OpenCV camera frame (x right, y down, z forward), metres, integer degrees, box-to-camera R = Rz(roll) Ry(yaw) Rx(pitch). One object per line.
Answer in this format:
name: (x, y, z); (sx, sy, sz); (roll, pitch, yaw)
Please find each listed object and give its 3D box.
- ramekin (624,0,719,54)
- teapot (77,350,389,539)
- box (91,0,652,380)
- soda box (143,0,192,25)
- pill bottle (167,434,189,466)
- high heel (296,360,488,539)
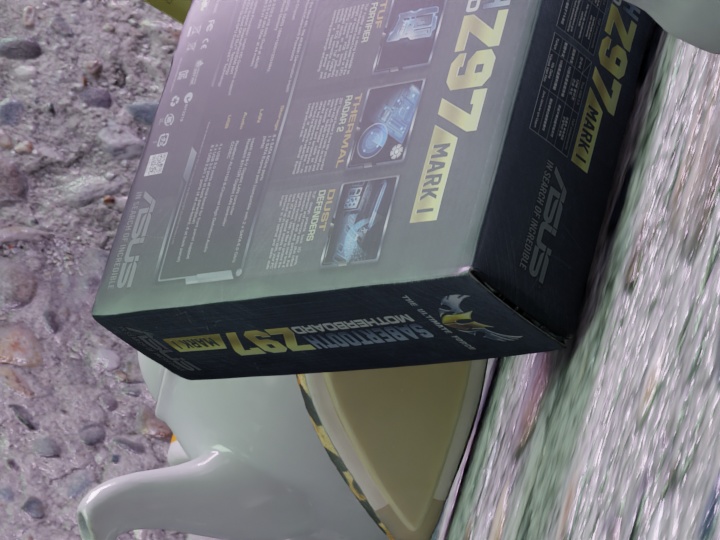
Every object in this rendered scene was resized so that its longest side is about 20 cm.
ramekin: (0.066, -0.157, 0.613); (0.200, 0.097, 0.202); (-164, 90, -88)
teapot: (-0.028, 0.010, 1.136); (0.200, 0.145, 0.198); (-77, 5, -74)
box: (0.013, -0.069, 0.834); (0.157, 0.051, 0.201); (-8, 58, 44)
soda box: (-0.034, -0.137, 1.106); (0.064, 0.068, 0.200); (-63, -14, 14)
pill bottle: (-0.065, 0.069, 2.077); (0.116, 0.116, 0.201); (113, 174, -71)
high heel: (0.000, 0.000, 1.021); (0.143, 0.071, 0.201); (179, 83, -81)
